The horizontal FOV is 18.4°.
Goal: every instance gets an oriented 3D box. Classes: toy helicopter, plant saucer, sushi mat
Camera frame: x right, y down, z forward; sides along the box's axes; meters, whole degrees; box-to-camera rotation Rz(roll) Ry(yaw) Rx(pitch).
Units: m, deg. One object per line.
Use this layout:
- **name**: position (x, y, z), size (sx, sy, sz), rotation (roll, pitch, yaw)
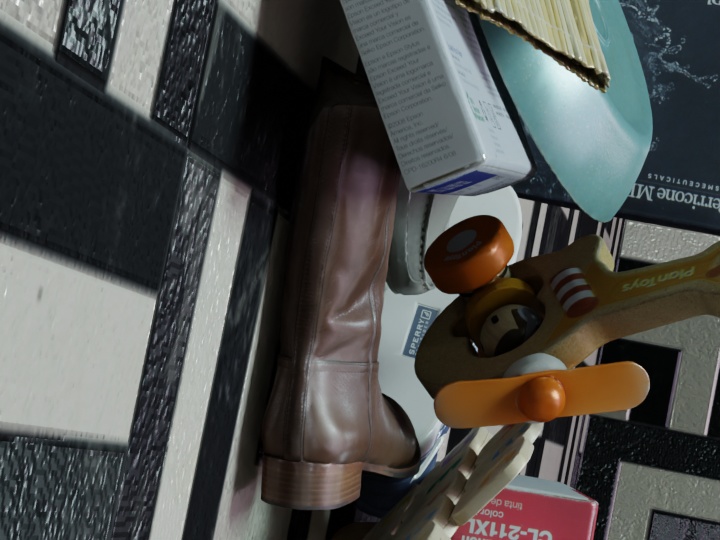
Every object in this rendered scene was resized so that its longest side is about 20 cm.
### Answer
- **toy helicopter**: position (0.113, 0.025, 1.088), size (0.079, 0.199, 0.133), rotation (58, 33, -25)
- **plant saucer**: position (0.100, -0.123, 1.095), size (0.200, 0.036, 0.201), rotation (54, 24, -37)
- **sushi mat**: position (0.065, -0.172, 1.012), size (0.012, 0.095, 0.201), rotation (-41, -141, 33)

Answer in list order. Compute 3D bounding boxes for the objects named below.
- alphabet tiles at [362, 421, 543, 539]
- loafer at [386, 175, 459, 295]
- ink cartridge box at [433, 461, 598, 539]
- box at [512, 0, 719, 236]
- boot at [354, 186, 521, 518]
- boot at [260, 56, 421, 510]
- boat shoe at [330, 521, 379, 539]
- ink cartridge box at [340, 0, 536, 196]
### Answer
- **alphabet tiles**: position (0.018, 0.139, 1.116), size (0.196, 0.015, 0.200), rotation (-45, -179, 17)
- **loafer**: position (0.050, -0.083, 1.197), size (0.070, 0.069, 0.201), rotation (-40, 139, -74)
- **ink cartridge box**: position (0.071, 0.218, 1.266), size (0.146, 0.082, 0.201), rotation (156, -56, -86)
- **box**: position (0.188, -0.137, 1.535), size (0.117, 0.195, 0.201), rotation (0, 100, -79)
- **boot**: position (0.036, 0.041, 1.282), size (0.091, 0.072, 0.201), rotation (97, 16, -57)
- **boot**: position (0.000, 0.000, 1.062), size (0.186, 0.064, 0.202), rotation (-31, 126, -79)
- **boat shoe**: position (-0.004, 0.229, 1.208), size (0.200, 0.070, 0.070), rotation (-69, 164, -49)
- **ink cartridge box**: position (0.019, -0.131, 0.975), size (0.196, 0.043, 0.201), rotation (-5, 74, -79)
